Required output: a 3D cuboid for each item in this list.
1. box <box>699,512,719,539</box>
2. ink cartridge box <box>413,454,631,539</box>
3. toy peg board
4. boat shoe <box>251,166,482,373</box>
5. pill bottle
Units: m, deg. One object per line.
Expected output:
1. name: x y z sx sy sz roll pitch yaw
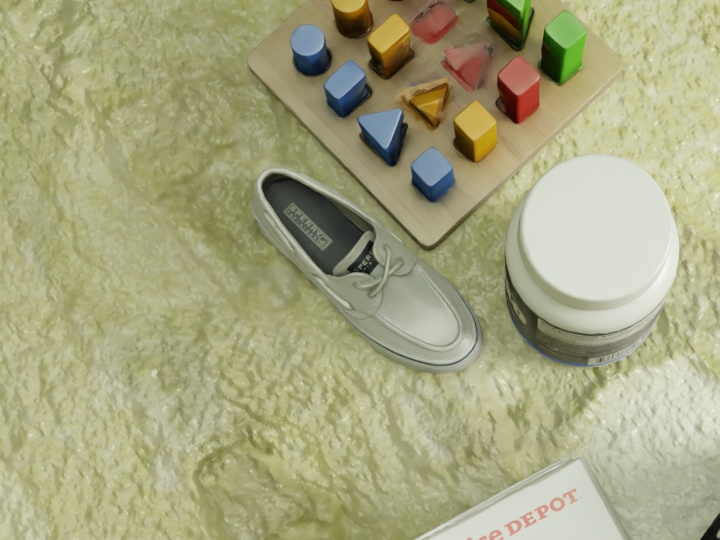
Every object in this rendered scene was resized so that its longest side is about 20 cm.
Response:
1. box: 0.327 0.197 1.267 0.200 0.182 0.104 37 82 11
2. ink cartridge box: 0.130 0.244 1.321 0.145 0.085 0.200 -27 78 -3
3. toy peg board: 0.051 -0.159 1.410 0.199 0.098 0.200 -43 78 -6
4. boat shoe: 0.000 0.000 1.394 0.200 0.065 0.074 35 82 11
5. pill bottle: 0.152 -0.006 1.315 0.114 0.200 0.114 -1 77 4
